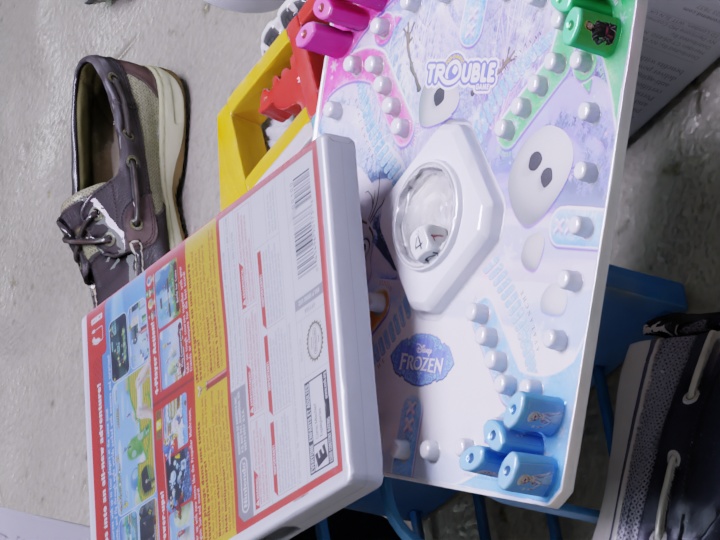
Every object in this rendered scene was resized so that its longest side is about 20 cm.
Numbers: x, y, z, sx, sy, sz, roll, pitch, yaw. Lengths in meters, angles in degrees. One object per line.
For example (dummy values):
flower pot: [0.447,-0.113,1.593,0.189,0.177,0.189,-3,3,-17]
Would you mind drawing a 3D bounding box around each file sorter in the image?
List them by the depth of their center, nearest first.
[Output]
file sorter: [0.030,0.091,1.220,0.200,0.138,0.123,-42,45,42]

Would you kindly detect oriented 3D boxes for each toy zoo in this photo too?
toy zoo: [-0.012,-0.071,1.334,0.200,0.020,0.132,-48,37,31]

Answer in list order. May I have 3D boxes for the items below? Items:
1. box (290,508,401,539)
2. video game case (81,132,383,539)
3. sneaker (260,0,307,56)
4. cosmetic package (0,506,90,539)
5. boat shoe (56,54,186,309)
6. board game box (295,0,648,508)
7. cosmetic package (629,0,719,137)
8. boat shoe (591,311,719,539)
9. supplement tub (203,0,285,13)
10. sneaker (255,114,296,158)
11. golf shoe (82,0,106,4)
box: [-0.054,0.210,1.312,0.141,0.079,0.201,-51,21,37]
video game case: [-0.056,0.049,1.179,0.200,0.017,0.144,-34,54,49]
sneaker: [0.031,-0.152,1.404,0.200,0.081,0.084,-28,21,38]
cosmetic package: [-0.183,0.222,1.478,0.200,0.164,0.166,-22,58,53]
boat shoe: [-0.138,-0.027,1.628,0.073,0.065,0.201,-36,47,44]
board game box: [0.025,-0.021,1.118,0.200,0.026,0.201,5,85,57]
cosmetic package: [0.083,-0.103,1.293,0.200,0.071,0.102,-42,41,41]
boat shoe: [0.135,0.109,1.096,0.093,0.074,0.201,-14,67,56]
supplement tub: [-0.023,-0.235,1.463,0.200,0.145,0.146,-43,42,41]
sneaker: [0.000,0.000,1.367,0.078,0.079,0.201,-44,37,35]
golf shoe: [-0.167,-0.264,1.768,0.078,0.097,0.201,-27,52,53]
